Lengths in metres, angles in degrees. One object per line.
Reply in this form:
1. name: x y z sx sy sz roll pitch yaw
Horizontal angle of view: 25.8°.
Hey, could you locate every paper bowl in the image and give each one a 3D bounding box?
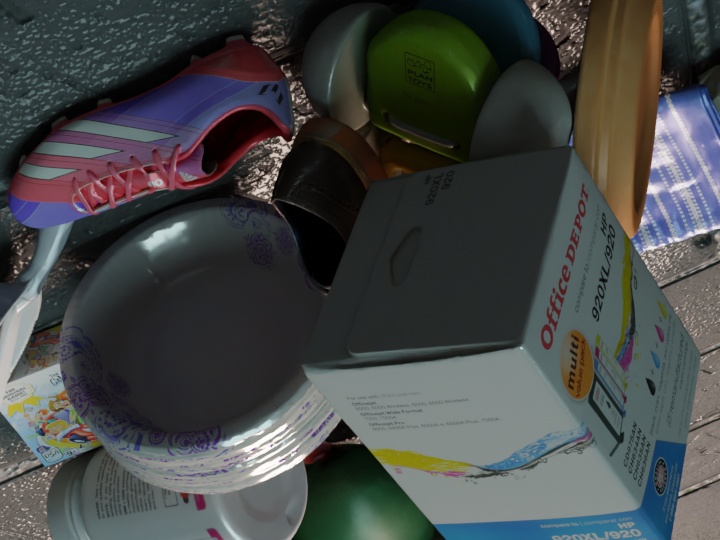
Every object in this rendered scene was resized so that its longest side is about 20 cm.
1. paper bowl: -0.095 0.058 1.075 0.200 0.201 0.104 -23 143 2

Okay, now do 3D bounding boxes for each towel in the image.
1. towel: 0.189 -0.057 1.182 0.199 0.024 0.145 -19 133 22

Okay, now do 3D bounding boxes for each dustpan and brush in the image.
1. dustpan and brush: -0.240 0.031 1.061 0.057 0.140 0.201 18 100 4

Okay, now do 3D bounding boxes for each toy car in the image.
1. toy car: 0.069 -0.102 1.011 0.150 0.175 0.200 -50 149 -27

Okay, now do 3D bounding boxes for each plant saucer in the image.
1. plant saucer: 0.169 -0.103 1.020 0.037 0.201 0.200 6 151 15

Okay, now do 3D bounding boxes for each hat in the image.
1. hat: 0.006 0.166 1.343 0.200 0.165 0.177 -34 149 -39

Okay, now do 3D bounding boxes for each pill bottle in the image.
1. pill bottle: -0.151 0.180 1.259 0.199 0.114 0.113 -15 156 36

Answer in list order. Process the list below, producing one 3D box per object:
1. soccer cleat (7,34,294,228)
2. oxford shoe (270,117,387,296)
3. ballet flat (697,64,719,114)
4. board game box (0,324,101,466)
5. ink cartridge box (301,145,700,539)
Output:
1. soccer cleat: -0.133 -0.072 0.985 0.199 0.077 0.067 -28 147 8
2. oxford shoe: 0.000 0.000 1.000 0.071 0.073 0.200 0 136 41
3. ballet flat: 0.268 -0.106 1.187 0.073 0.073 0.200 -5 146 -25
4. board game box: -0.175 0.075 1.212 0.199 0.034 0.135 -21 147 -2
5. ink cartridge box: 0.090 0.053 0.924 0.144 0.148 0.200 -9 136 33
